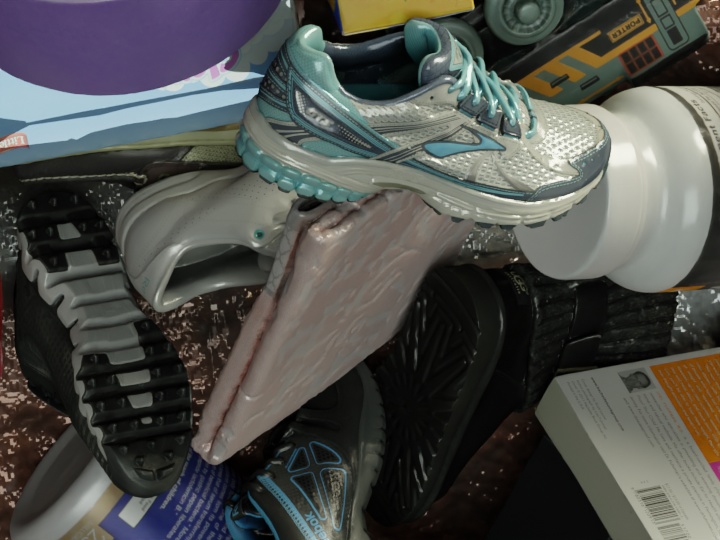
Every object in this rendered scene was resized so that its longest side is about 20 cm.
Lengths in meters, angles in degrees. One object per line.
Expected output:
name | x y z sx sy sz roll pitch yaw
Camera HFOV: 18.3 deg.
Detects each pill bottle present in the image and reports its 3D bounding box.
pill bottle | 0.190 -0.046 1.259 0.199 0.116 0.117 -4 110 -31
pill bottle | -0.099 0.172 1.329 0.200 0.116 0.116 40 99 -16

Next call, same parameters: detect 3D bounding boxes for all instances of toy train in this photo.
toy train | 0.102 -0.135 1.275 0.200 0.085 0.114 -33 118 5

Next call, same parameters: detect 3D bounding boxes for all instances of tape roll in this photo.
tape roll | -0.132 -0.196 1.160 0.199 0.201 0.085 -11 152 -3

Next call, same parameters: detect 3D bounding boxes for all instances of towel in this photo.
towel | 0.000 0.000 1.225 0.032 0.200 0.191 41 134 16

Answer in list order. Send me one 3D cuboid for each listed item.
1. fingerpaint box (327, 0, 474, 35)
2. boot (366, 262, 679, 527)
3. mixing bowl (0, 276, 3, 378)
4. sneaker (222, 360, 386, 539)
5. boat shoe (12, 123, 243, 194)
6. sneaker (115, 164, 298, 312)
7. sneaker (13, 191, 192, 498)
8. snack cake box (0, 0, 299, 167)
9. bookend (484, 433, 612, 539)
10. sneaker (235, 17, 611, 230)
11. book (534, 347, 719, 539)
fingerpaint box | 0.000 -0.228 1.167 0.073 0.200 0.168 -11 109 -2
boot | 0.091 0.068 1.339 0.157 0.080 0.211 -9 144 -35
mixing bowl | -0.278 -0.010 1.234 0.199 0.109 0.201 8 138 7
sneaker | -0.034 0.120 1.284 0.082 0.201 0.073 15 140 -21
boat shoe | -0.099 -0.059 1.278 0.200 0.072 0.066 -7 104 -9
sneaker | -0.035 -0.035 1.221 0.199 0.089 0.075 -29 127 3
sneaker | -0.149 0.056 1.263 0.066 0.200 0.091 -8 143 -29
snack cake box | -0.133 -0.116 1.232 0.199 0.115 0.068 -11 109 -3
bookend | 0.100 0.187 1.308 0.198 0.092 0.201 5 119 -49
sneaker | 0.043 -0.077 1.110 0.199 0.078 0.087 2 130 -24
book | 0.217 0.108 1.296 0.199 0.134 0.048 -5 139 -31
